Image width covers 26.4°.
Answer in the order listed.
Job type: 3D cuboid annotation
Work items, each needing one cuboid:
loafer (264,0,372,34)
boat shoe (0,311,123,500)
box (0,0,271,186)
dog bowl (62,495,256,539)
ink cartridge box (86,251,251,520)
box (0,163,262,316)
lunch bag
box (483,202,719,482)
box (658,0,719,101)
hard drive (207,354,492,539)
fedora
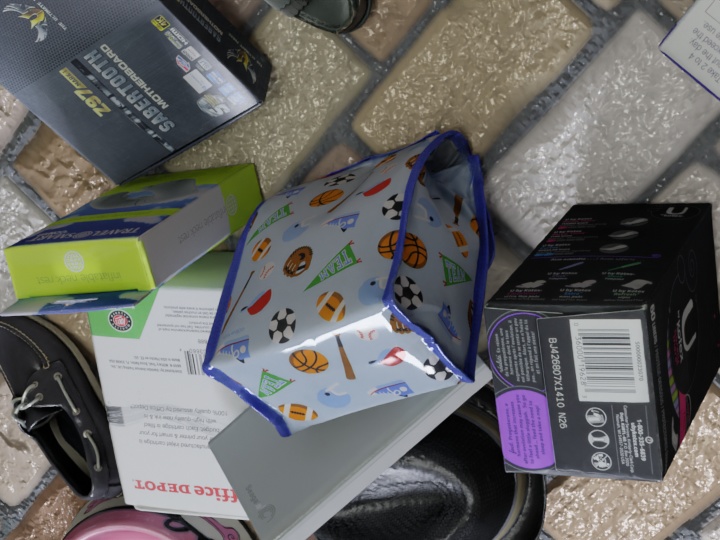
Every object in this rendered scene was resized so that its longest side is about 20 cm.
[{"bbox_3d":[-0.080,-0.238,1.095,0.200,0.063,0.072,44,121,3],"label":"loafer"},{"bbox_3d":[-0.264,0.114,1.311,0.200,0.063,0.073,49,124,15],"label":"boat shoe"},{"bbox_3d":[-0.189,-0.167,1.133,0.158,0.051,0.200,-24,127,31],"label":"box"},{"bbox_3d":[-0.182,0.283,1.327,0.200,0.074,0.200,3,102,15],"label":"dog bowl"},{"bbox_3d":[-0.128,0.091,1.240,0.146,0.084,0.200,2,112,24],"label":"ink cartridge box"},{"bbox_3d":[-0.170,-0.025,1.143,0.122,0.200,0.048,-5,108,26],"label":"box"},{"bbox_3d":[0.000,0.000,1.090,0.170,0.200,0.124,-19,132,29],"label":"lunch bag"},{"bbox_3d":[0.168,0.041,1.015,0.106,0.200,0.122,0,111,24],"label":"box"},{"bbox_3d":[0.318,-0.158,0.920,0.184,0.105,0.200,41,121,6],"label":"box"},{"bbox_3d":[-0.011,0.102,1.123,0.200,0.132,0.026,-40,128,1],"label":"hard drive"},{"bbox_3d":[0.033,0.166,1.139,0.200,0.092,0.201,2,95,22],"label":"fedora"}]
